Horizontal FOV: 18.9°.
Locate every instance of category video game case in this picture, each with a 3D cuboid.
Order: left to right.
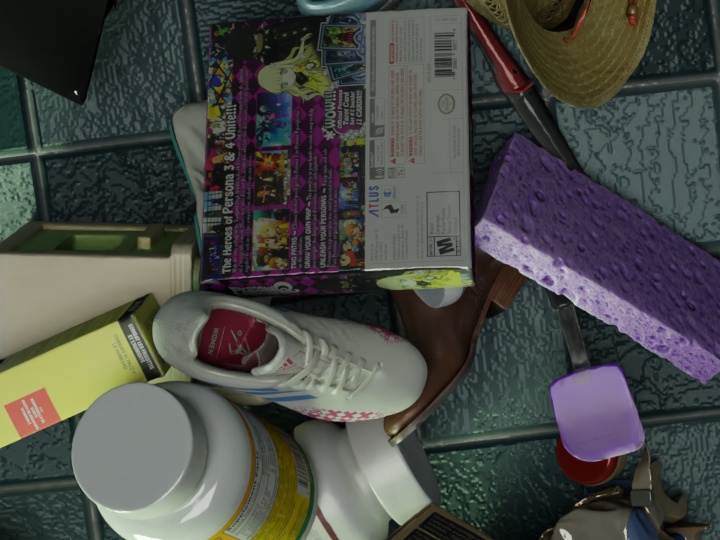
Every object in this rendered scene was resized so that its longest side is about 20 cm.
[{"bbox_3d":[-0.014,-0.080,1.452,0.181,0.036,0.200,-3,65,6],"label":"video game case"}]

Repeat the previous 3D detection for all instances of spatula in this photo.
[{"bbox_3d":[0.147,0.038,1.530,0.056,0.021,0.200,-17,66,5],"label":"spatula"}]

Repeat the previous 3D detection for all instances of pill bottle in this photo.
[{"bbox_3d":[-0.111,0.136,1.437,0.112,0.200,0.113,-5,73,17],"label":"pill bottle"},{"bbox_3d":[-0.049,0.176,1.574,0.200,0.110,0.110,-28,98,9],"label":"pill bottle"}]

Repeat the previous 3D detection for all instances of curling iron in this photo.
[{"bbox_3d":[0.117,-0.140,1.536,0.049,0.026,0.200,-25,99,7],"label":"curling iron"}]

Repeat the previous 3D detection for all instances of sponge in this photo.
[{"bbox_3d":[0.173,-0.009,1.508,0.200,0.112,0.030,32,127,-7],"label":"sponge"}]

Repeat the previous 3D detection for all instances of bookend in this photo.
[{"bbox_3d":[-0.178,-0.256,1.491,0.092,0.199,0.200,26,147,-1],"label":"bookend"}]

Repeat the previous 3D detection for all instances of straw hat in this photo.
[{"bbox_3d":[0.117,-0.201,1.472,0.085,0.201,0.202,-1,104,38],"label":"straw hat"}]

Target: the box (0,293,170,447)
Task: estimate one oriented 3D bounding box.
[{"bbox_3d":[-0.224,0.081,1.456,0.200,0.075,0.050,-23,99,8],"label":"box"}]

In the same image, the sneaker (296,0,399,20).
[{"bbox_3d":[0.031,-0.241,1.488,0.074,0.082,0.200,42,102,11],"label":"sneaker"}]

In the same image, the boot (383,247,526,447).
[{"bbox_3d":[0.000,0.000,1.526,0.200,0.064,0.187,37,61,-7],"label":"boot"}]

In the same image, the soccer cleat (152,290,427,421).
[{"bbox_3d":[-0.039,0.061,1.416,0.200,0.086,0.070,13,89,-22],"label":"soccer cleat"}]

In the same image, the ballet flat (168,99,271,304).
[{"bbox_3d":[-0.084,-0.046,1.500,0.069,0.069,0.200,-23,55,9],"label":"ballet flat"}]

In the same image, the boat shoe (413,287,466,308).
[{"bbox_3d":[0.045,-0.070,1.508,0.066,0.070,0.200,-11,64,-24],"label":"boat shoe"}]

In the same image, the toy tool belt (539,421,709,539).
[{"bbox_3d":[0.191,0.201,1.572,0.125,0.123,0.201,-5,92,29],"label":"toy tool belt"}]

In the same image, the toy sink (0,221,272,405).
[{"bbox_3d":[-0.154,0.024,1.542,0.199,0.130,0.112,2,102,5],"label":"toy sink"}]

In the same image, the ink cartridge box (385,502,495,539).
[{"bbox_3d":[0.085,0.287,1.535,0.165,0.075,0.200,30,136,26],"label":"ink cartridge box"}]
